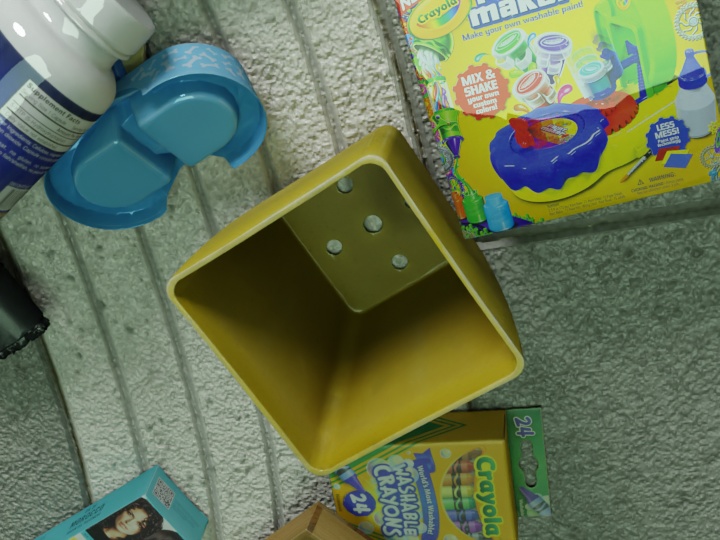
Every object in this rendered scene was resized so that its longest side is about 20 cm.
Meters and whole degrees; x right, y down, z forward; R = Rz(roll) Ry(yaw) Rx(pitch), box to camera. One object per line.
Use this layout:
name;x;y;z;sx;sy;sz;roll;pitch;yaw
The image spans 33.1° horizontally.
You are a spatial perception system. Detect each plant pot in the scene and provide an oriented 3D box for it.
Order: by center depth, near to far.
plant pot;0.000;0.000;0.958;0.198;0.177;0.201;-29;110;22

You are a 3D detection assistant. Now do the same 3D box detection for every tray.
tray;-0.054;0.293;1.163;0.098;0.037;0.200;36;138;-11

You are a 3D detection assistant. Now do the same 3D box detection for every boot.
boot;-0.333;-0.006;1.064;0.196;0.074;0.164;-24;109;27

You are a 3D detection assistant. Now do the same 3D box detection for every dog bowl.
dog bowl;-0.167;-0.109;0.977;0.198;0.050;0.111;-29;139;22

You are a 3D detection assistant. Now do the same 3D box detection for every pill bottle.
pill bottle;-0.252;-0.141;0.901;0.200;0.120;0.120;-44;105;9

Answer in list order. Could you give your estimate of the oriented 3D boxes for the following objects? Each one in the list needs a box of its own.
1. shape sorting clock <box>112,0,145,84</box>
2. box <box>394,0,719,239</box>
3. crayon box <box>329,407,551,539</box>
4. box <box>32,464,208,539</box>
shape sorting clock;-0.267;-0.195;0.974;0.196;0.039;0.203;3;118;5
box;0.148;-0.154;0.887;0.197;0.122;0.195;-13;114;15
crayon box;0.073;0.196;1.120;0.197;0.052;0.127;-5;117;11
box;-0.254;0.279;1.214;0.199;0.049;0.083;-32;109;22
